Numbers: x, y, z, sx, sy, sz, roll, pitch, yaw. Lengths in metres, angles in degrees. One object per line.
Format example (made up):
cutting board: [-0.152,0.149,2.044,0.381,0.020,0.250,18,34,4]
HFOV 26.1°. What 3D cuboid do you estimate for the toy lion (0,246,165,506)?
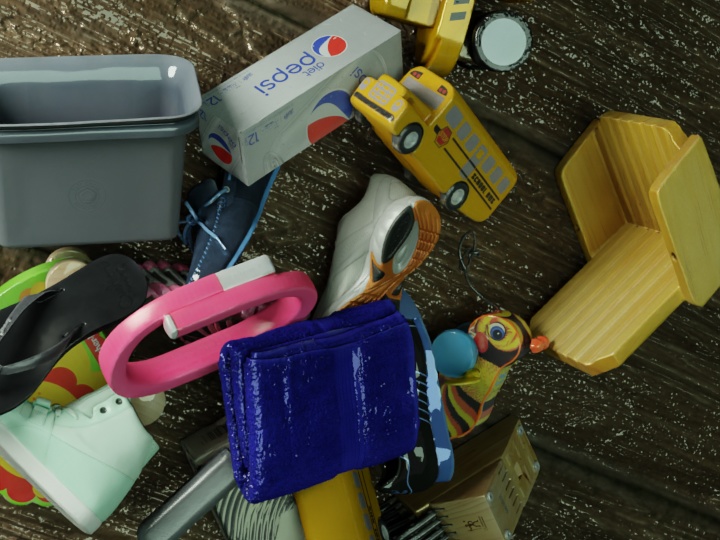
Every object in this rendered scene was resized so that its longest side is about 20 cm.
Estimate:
toy lion: [-0.288,0.107,1.408,0.191,0.069,0.201,-29,109,-6]

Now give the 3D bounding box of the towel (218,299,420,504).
towel: [-0.030,0.115,1.384,0.199,0.049,0.149,-13,97,-39]

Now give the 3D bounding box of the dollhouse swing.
dollhouse swing: [0.233,-0.030,1.505,0.175,0.200,0.183,-29,109,-13]

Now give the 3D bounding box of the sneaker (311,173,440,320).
sneaker: [0.000,0.000,1.479,0.075,0.092,0.201,19,112,-39]

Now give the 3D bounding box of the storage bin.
storage bin: [-0.241,-0.103,1.346,0.198,0.146,0.136,-3,123,-11]

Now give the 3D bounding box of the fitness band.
fitness band: [-0.129,0.051,1.336,0.198,0.144,0.038,-21,68,-23]

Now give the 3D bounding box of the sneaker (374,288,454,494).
sneaker: [0.031,0.116,1.501,0.077,0.070,0.202,-11,82,-24]

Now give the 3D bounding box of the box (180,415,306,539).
box: [-0.096,0.240,1.498,0.082,0.068,0.202,-27,108,-12]

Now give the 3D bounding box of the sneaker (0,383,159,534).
sneaker: [-0.269,0.120,1.361,0.200,0.074,0.118,44,72,-3]

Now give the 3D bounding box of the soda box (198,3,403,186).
soda box: [-0.052,-0.161,1.403,0.199,0.068,0.064,-36,142,-28]

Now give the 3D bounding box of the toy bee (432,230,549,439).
toy bee: [0.124,0.083,1.523,0.131,0.108,0.202,-42,143,-48]

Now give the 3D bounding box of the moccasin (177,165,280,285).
moccasin: [-0.130,-0.051,1.400,0.068,0.081,0.201,29,46,-12]

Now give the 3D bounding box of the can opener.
can opener: [-0.116,0.191,1.412,0.199,0.053,0.067,-38,90,-7]

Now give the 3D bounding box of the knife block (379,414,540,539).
knife block: [0.076,0.239,1.580,0.064,0.174,0.200,65,31,-20]

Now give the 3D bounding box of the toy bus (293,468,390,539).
toy bus: [-0.022,0.222,1.477,0.065,0.078,0.202,-18,80,15]

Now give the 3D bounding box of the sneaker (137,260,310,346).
sneaker: [-0.144,0.052,1.440,0.198,0.079,0.096,13,111,-31]

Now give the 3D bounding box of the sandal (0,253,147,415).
sandal: [-0.271,0.049,1.317,0.200,0.043,0.076,-39,86,-19]

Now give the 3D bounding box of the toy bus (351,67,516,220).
toy bus: [0.071,-0.120,1.444,0.078,0.065,0.200,-49,142,-3]

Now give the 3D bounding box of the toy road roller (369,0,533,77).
toy road roller: [0.093,-0.281,1.449,0.144,0.123,0.202,13,96,-12]
